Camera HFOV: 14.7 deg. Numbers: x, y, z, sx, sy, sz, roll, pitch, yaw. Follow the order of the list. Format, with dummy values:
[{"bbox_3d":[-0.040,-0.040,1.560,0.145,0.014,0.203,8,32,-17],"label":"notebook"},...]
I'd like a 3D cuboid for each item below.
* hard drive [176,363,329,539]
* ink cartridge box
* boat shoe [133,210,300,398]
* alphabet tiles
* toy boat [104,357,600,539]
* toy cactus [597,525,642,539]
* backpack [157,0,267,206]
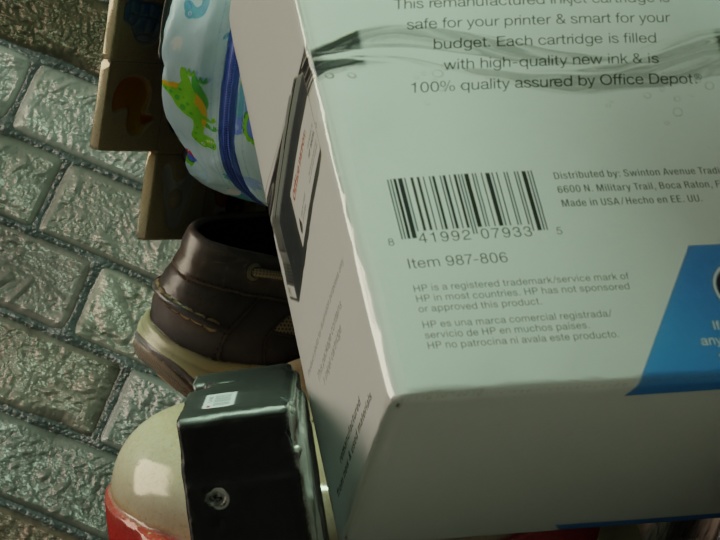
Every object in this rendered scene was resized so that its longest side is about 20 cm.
[{"bbox_3d":[-0.021,0.132,0.820,0.140,0.038,0.201,-110,13,-88],"label":"hard drive"},{"bbox_3d":[0.050,-0.028,0.832,0.084,0.144,0.200,109,154,-53],"label":"ink cartridge box"},{"bbox_3d":[0.000,0.000,1.093,0.200,0.074,0.073,-17,-49,-48],"label":"boat shoe"},{"bbox_3d":[-0.040,-0.110,1.069,0.166,0.006,0.201,-2,-77,-55],"label":"alphabet tiles"},{"bbox_3d":[0.001,0.108,0.994,0.200,0.130,0.131,-18,-61,-53],"label":"toy boat"},{"bbox_3d":[0.047,0.115,1.132,0.165,0.102,0.201,-21,64,57],"label":"toy cactus"},{"bbox_3d":[0.004,-0.112,1.017,0.200,0.154,0.163,-51,-22,-14],"label":"backpack"}]
